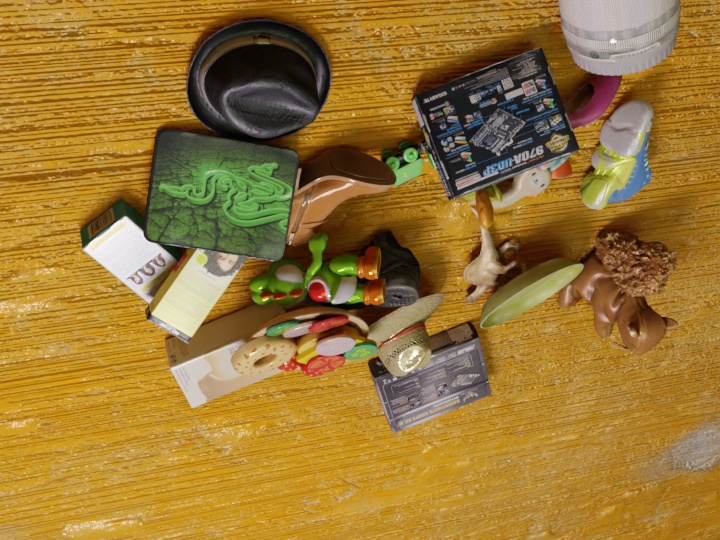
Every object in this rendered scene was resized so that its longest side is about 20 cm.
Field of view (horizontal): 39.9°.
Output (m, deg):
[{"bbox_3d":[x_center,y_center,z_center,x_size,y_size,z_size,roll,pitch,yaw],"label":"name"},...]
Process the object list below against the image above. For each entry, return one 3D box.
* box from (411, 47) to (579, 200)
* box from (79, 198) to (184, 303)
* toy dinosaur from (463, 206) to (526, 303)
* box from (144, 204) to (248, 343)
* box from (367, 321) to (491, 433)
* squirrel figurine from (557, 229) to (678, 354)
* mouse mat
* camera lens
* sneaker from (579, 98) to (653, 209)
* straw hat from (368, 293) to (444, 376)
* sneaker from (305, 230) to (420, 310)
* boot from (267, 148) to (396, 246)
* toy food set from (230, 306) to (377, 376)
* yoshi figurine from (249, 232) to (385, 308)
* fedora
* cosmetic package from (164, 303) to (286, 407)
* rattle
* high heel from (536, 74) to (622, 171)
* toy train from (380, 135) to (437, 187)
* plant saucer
[{"bbox_3d":[0.193,-0.210,1.423,0.200,0.046,0.159,-22,91,-3],"label":"box"},{"bbox_3d":[-0.309,-0.011,1.448,0.082,0.049,0.200,-36,131,8],"label":"box"},{"bbox_3d":[0.219,-0.013,1.642,0.101,0.058,0.200,-8,129,-13],"label":"toy dinosaur"},{"bbox_3d":[-0.224,0.001,1.422,0.075,0.050,0.200,32,97,-24],"label":"box"},{"bbox_3d":[0.127,0.193,1.776,0.200,0.048,0.159,-21,132,-3],"label":"box"},{"bbox_3d":[0.455,0.038,1.685,0.141,0.187,0.200,-2,127,-19],"label":"squirrel figurine"},{"bbox_3d":[-0.193,-0.103,1.371,0.200,0.008,0.161,8,100,-8],"label":"mouse mat"},{"bbox_3d":[0.342,-0.384,1.324,0.160,0.160,0.200,-23,131,-2],"label":"camera lens"},{"bbox_3d":[0.428,-0.187,1.583,0.105,0.076,0.200,-5,137,-32],"label":"sneaker"},{"bbox_3d":[0.072,0.125,1.619,0.201,0.085,0.201,-27,164,-8],"label":"straw hat"},{"bbox_3d":[0.000,0.000,1.567,0.199,0.114,0.076,-4,139,18],"label":"sneaker"},{"bbox_3d":[-0.056,-0.100,1.459,0.200,0.074,0.155,4,133,-10],"label":"boot"},{"bbox_3d":[-0.080,0.113,1.497,0.198,0.049,0.200,-31,147,30],"label":"toy food set"},{"bbox_3d":[-0.064,0.008,1.484,0.200,0.113,0.112,-5,165,8],"label":"yoshi figurine"},{"bbox_3d":[-0.126,-0.232,1.311,0.200,0.092,0.201,-10,130,-12],"label":"fedora"},{"bbox_3d":[-0.200,0.130,1.586,0.200,0.071,0.105,-23,131,-3],"label":"cosmetic package"},{"bbox_3d":[0.259,-0.134,1.512,0.200,0.143,0.131,3,107,-15],"label":"rattle"},{"bbox_3d":[0.301,-0.250,1.479,0.200,0.067,0.096,-46,114,5],"label":"high heel"},{"bbox_3d":[0.122,-0.185,1.473,0.200,0.042,0.056,-25,120,0],"label":"toy train"},{"bbox_3d":[0.281,0.033,1.667,0.200,0.031,0.200,-28,163,-9],"label":"plant saucer"}]
